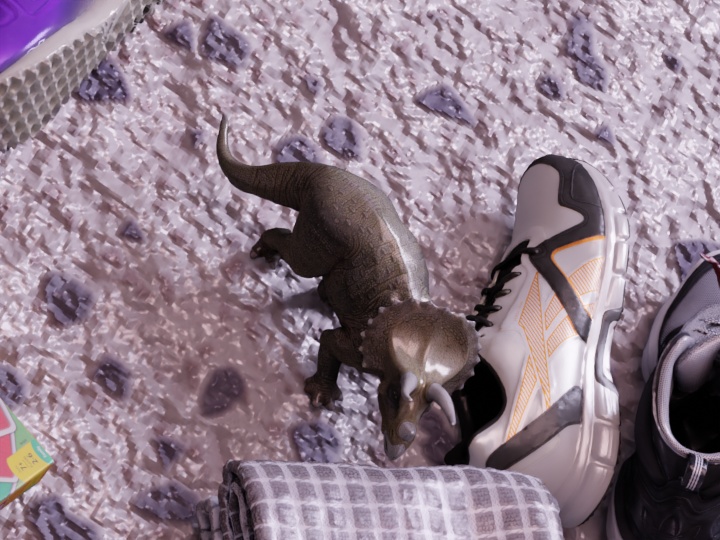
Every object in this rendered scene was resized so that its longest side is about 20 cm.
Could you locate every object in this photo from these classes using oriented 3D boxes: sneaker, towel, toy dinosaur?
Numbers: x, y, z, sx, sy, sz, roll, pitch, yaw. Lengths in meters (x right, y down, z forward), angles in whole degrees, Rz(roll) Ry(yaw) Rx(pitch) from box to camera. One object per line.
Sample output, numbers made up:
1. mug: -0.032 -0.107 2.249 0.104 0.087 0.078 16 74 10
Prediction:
1. sneaker: 0.085 0.024 1.352 0.080 0.074 0.201 15 55 -18
2. towel: 0.019 0.183 1.213 0.165 0.086 0.201 4 60 -26
3. toy dinosaur: 0.000 0.000 1.301 0.077 0.102 0.201 -11 68 -33
4. sneaker: -0.165 -0.136 1.321 0.099 0.070 0.200 36 47 4
5. sneaker: 0.179 0.051 1.352 0.075 0.114 0.201 18 54 3

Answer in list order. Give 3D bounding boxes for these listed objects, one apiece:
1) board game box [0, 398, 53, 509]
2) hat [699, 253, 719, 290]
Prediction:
1. board game box: -0.231 0.101 1.164 0.096 0.030 0.200 48 53 5
2. hat: 0.179 0.127 1.285 0.176 0.200 0.165 49 19 19
